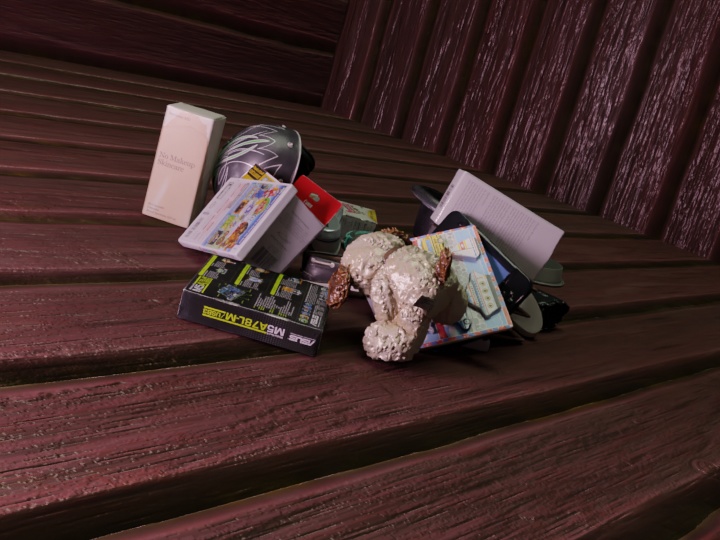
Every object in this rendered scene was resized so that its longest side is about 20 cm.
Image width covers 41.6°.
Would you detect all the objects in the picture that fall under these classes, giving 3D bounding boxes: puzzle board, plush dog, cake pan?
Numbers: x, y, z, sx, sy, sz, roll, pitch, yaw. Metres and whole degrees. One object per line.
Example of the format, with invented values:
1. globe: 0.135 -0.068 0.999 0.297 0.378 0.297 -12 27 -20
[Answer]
1. puzzle board: 0.131 0.020 1.441 0.149 0.017 0.201 -13 54 -3
2. plush dog: 0.048 0.008 1.329 0.171 0.161 0.200 29 43 28
3. cake pan: 0.373 -0.018 2.157 0.199 0.037 0.200 16 15 -4

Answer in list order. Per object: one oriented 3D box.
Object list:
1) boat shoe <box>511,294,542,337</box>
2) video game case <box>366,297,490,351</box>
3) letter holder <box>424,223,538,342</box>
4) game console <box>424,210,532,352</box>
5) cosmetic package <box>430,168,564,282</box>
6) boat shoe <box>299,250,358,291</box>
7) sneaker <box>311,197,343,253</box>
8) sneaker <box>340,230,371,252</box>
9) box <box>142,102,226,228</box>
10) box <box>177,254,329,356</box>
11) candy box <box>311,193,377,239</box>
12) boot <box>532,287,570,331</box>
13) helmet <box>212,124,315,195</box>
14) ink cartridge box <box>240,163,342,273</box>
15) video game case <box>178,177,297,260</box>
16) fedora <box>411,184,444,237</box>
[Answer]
1. boat shoe: 0.239 0.050 1.685 0.074 0.093 0.201 -22 67 -31
2. video game case: 0.103 0.069 1.549 0.181 0.023 0.200 14 14 -12
3. letter holder: 0.200 0.024 1.590 0.200 0.101 0.142 37 12 35
4. game console: 0.134 0.011 1.468 0.200 0.171 0.118 48 12 31
5. cosmetic package: 0.229 -0.077 1.595 0.199 0.102 0.071 31 7 -7
6. boat shoe: 0.000 0.000 1.546 0.198 0.061 0.074 3 15 -5
7. sneaker: -0.071 -0.082 1.801 0.072 0.071 0.200 8 24 -3
8. sneaker: -0.001 -0.039 1.769 0.090 0.078 0.200 12 4 18
9. box: -0.313 -0.188 1.682 0.094 0.202 0.078 17 15 4
10. box: -0.140 0.044 1.324 0.191 0.048 0.200 14 15 -2
11. candy box: -0.068 -0.110 1.956 0.198 0.061 0.136 16 14 -6
12. boot: 0.317 0.047 1.776 0.162 0.074 0.197 24 23 36
13. helmet: -0.176 -0.172 1.739 0.199 0.201 0.191 28 -13 38
14. ink cartridge box: -0.145 -0.096 1.551 0.084 0.176 0.200 45 -3 -32
15. video game case: -0.197 -0.085 1.498 0.199 0.144 0.018 12 -30 53
16. fedora: 0.159 -0.078 1.749 0.200 0.092 0.201 30 12 -7
